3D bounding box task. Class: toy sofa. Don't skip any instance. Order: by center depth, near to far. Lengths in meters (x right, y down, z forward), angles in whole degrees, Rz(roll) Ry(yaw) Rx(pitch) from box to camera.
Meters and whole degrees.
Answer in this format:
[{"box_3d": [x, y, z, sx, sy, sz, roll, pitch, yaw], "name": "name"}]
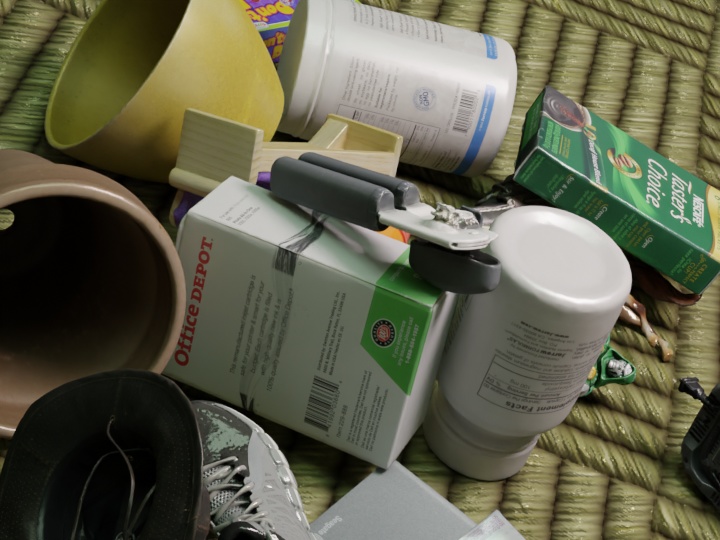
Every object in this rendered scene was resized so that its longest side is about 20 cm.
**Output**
[{"box_3d": [-0.059, -0.074, 1.555, 0.082, 0.098, 0.199, 19, 13, 35], "name": "toy sofa"}]

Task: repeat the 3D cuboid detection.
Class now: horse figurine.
[{"box_3d": [0.196, 0.026, 1.651, 0.199, 0.050, 0.133, -10, 54, -31], "name": "horse figurine"}]

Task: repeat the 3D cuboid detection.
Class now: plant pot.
[{"box_3d": [-0.242, -0.004, 1.390, 0.199, 0.201, 0.175, 2, 24, -23], "name": "plant pot"}, {"box_3d": [-0.149, -0.151, 1.607, 0.142, 0.200, 0.201, 35, 30, -30], "name": "plant pot"}]

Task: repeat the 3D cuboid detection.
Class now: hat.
[{"box_3d": [-0.154, 0.160, 1.254, 0.081, 0.201, 0.201, 27, 25, -46], "name": "hat"}]

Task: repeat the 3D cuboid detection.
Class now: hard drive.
[{"box_3d": [0.055, 0.231, 1.356, 0.200, 0.033, 0.139, 36, 41, 18], "name": "hard drive"}]

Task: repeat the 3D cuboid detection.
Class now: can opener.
[{"box_3d": [0.014, -0.037, 1.374, 0.199, 0.067, 0.052, 25, 25, 38], "name": "can opener"}]

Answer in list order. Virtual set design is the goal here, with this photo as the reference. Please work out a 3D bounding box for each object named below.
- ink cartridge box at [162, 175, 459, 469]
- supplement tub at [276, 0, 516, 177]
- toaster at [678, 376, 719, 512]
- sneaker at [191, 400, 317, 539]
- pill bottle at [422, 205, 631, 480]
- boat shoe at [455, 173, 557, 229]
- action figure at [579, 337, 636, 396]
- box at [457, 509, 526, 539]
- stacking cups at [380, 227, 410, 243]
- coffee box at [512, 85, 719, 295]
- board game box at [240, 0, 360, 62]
[{"box_3d": [-0.039, 0.036, 1.425, 0.199, 0.147, 0.084, 22, 30, 13], "name": "ink cartridge box"}, {"box_3d": [0.030, -0.167, 1.732, 0.199, 0.132, 0.132, 13, 39, -11], "name": "supplement tub"}, {"box_3d": [0.352, 0.152, 1.529, 0.129, 0.114, 0.200, -10, 46, -39], "name": "toaster"}, {"box_3d": [-0.079, 0.161, 1.281, 0.200, 0.075, 0.115, 54, 3, 20], "name": "sneaker"}, {"box_3d": [0.119, 0.060, 1.451, 0.114, 0.201, 0.115, 13, 39, -11], "name": "pill bottle"}, {"box_3d": [0.137, -0.052, 1.682, 0.200, 0.072, 0.066, -1, 83, -34], "name": "boat shoe"}, {"box_3d": [0.133, 0.052, 1.564, 0.199, 0.055, 0.119, 20, 77, -6], "name": "action figure"}, {"box_3d": [0.064, 0.268, 1.264, 0.200, 0.039, 0.137, -33, 64, -27], "name": "box"}, {"box_3d": [0.000, 0.000, 1.577, 0.060, 0.061, 0.200, 24, 39, 3], "name": "stacking cups"}, {"box_3d": [0.231, -0.073, 1.679, 0.199, 0.044, 0.123, 32, 33, -8], "name": "coffee box"}, {"box_3d": [-0.111, -0.257, 1.839, 0.199, 0.045, 0.135, -17, 53, -39], "name": "board game box"}]
